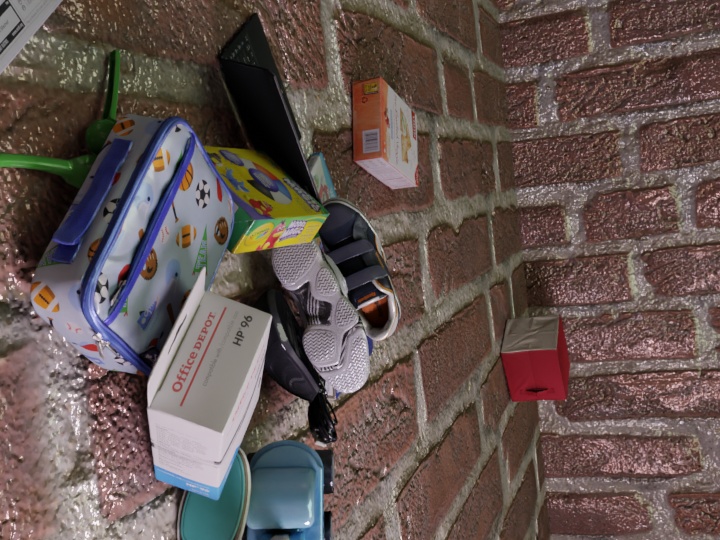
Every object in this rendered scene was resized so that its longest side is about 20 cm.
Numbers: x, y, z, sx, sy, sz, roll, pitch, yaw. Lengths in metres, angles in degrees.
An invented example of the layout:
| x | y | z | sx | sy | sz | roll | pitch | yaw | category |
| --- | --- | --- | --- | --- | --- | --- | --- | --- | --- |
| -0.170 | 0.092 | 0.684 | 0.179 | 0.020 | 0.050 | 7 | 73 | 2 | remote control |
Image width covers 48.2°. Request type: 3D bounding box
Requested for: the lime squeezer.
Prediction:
| x | y | z | sx | sy | sz | roll | pitch | yaw | category |
| --- | --- | --- | --- | --- | --- | --- | --- | --- | --- |
| -0.233 | -0.112 | 0.668 | 0.070 | 0.038 | 0.202 | 42 | 38 | -16 | lime squeezer |

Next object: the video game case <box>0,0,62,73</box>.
| x | y | z | sx | sy | sz | roll | pitch | yaw | category |
| --- | --- | --- | --- | --- | --- | --- | --- | --- | --- |
| -0.280 | -0.266 | 0.580 | 0.203 | 0.022 | 0.184 | -75 | 152 | -41 | video game case |

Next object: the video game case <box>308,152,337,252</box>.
| x | y | z | sx | sy | sz | roll | pitch | yaw | category |
| --- | --- | --- | --- | --- | --- | --- | --- | --- | --- |
| -0.065 | -0.048 | 1.106 | 0.202 | 0.017 | 0.145 | -70 | 147 | -49 | video game case |

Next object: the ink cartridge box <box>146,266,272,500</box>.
| x | y | z | sx | sy | sz | roll | pitch | yaw | category |
| --- | --- | --- | --- | --- | --- | --- | --- | --- | --- |
| -0.129 | 0.103 | 0.693 | 0.202 | 0.066 | 0.118 | 107 | 2 | -55 | ink cartridge box |

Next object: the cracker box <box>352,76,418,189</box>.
| x | y | z | sx | sy | sz | roll | pitch | yaw | category |
| --- | --- | --- | --- | --- | --- | --- | --- | --- | --- |
| 0.046 | -0.231 | 1.390 | 0.199 | 0.056 | 0.138 | 21 | 66 | -68 | cracker box |

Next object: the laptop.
| x | y | z | sx | sy | sz | roll | pitch | yaw | category |
| --- | --- | --- | --- | --- | --- | --- | --- | --- | --- |
| -0.088 | -0.193 | 0.960 | 0.202 | 0.101 | 0.180 | -70 | 148 | -49 | laptop |

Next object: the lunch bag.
| x | y | z | sx | sy | sz | roll | pitch | yaw | category |
| --- | --- | --- | --- | --- | --- | --- | --- | --- | --- |
| -0.181 | -0.018 | 0.663 | 0.161 | 0.074 | 0.204 | 69 | 34 | -57 | lunch bag |

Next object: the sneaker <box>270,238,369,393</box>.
| x | y | z | sx | sy | sz | roll | pitch | yaw | category |
| --- | --- | --- | --- | --- | --- | --- | --- | --- | --- |
| -0.038 | 0.050 | 0.969 | 0.203 | 0.074 | 0.115 | 64 | 5 | 12 | sneaker |

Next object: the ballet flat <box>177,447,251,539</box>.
| x | y | z | sx | sy | sz | roll | pitch | yaw | category |
| --- | --- | --- | --- | --- | --- | --- | --- | --- | --- |
| -0.144 | 0.272 | 0.779 | 0.069 | 0.068 | 0.205 | 36 | 56 | -63 | ballet flat |

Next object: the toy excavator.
| x | y | z | sx | sy | sz | roll | pitch | yaw | category |
| --- | --- | --- | --- | --- | --- | --- | --- | --- | --- |
| -0.080 | 0.266 | 0.798 | 0.200 | 0.097 | 0.200 | 81 | 8 | -73 | toy excavator |

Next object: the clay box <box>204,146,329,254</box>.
| x | y | z | sx | sy | sz | roll | pitch | yaw | category |
| --- | --- | --- | --- | --- | --- | --- | --- | --- | --- |
| -0.111 | -0.079 | 0.855 | 0.115 | 0.048 | 0.199 | 43 | 20 | 12 | clay box |

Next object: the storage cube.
| x | y | z | sx | sy | sz | roll | pitch | yaw | category |
| --- | --- | --- | --- | --- | --- | --- | --- | --- | --- |
| 0.520 | 0.258 | 2.384 | 0.201 | 0.167 | 0.183 | -64 | 141 | -53 | storage cube |

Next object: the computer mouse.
| x | y | z | sx | sy | sz | roll | pitch | yaw | category |
| --- | --- | --- | --- | --- | --- | --- | --- | --- | --- |
| -0.087 | 0.108 | 0.948 | 0.140 | 0.052 | 0.202 | -103 | 171 | -48 | computer mouse |

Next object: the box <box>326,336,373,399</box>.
| x | y | z | sx | sy | sz | roll | pitch | yaw | category |
| --- | --- | --- | --- | --- | --- | --- | --- | --- | --- |
| -0.022 | 0.090 | 1.148 | 0.200 | 0.032 | 0.124 | -37 | 125 | -69 | box |

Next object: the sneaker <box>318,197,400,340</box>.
| x | y | z | sx | sy | sz | roll | pitch | yaw | category |
| --- | --- | --- | --- | --- | --- | --- | --- | --- | --- |
| 0.000 | 0.000 | 1.084 | 0.203 | 0.077 | 0.080 | 62 | 15 | -14 | sneaker |
